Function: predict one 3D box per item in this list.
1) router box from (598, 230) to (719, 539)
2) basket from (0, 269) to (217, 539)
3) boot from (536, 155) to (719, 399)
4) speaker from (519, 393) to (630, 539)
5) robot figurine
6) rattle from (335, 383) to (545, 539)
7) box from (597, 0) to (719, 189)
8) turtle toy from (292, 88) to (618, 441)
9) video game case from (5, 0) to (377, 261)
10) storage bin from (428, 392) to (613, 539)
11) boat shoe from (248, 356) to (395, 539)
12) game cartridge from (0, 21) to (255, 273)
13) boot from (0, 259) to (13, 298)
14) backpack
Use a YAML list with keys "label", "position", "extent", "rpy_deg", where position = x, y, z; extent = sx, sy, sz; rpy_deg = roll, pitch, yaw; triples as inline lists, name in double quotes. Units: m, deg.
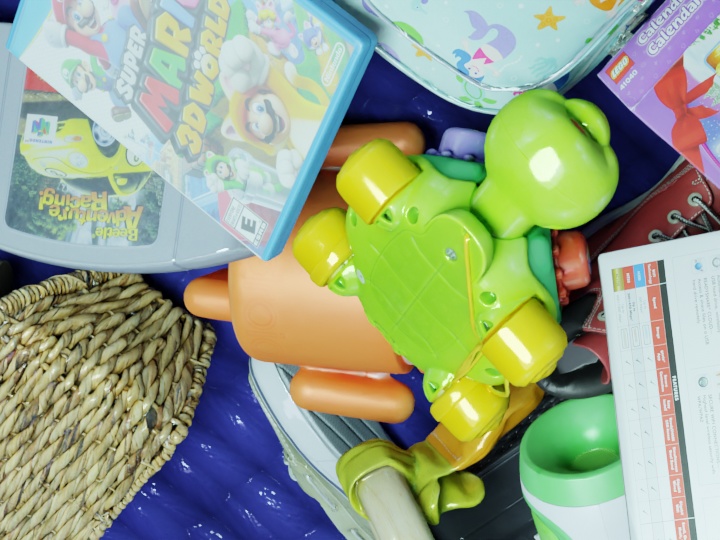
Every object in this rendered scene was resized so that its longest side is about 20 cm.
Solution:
- label: "router box"
  position: [0.213, 0.077, 0.936]
  extent: [0.178, 0.049, 0.202]
  rpy_deg: [-10, 78, 28]
- label: "basket"
  position: [-0.202, 0.080, 1.234]
  extent: [0.148, 0.143, 0.200]
  rpy_deg: [32, 124, -14]
- label: "boot"
  position: [0.175, -0.009, 1.048]
  extent: [0.072, 0.145, 0.200]
  rpy_deg: [44, 124, -8]
- label: "speaker"
  position: [0.147, 0.170, 1.089]
  extent: [0.088, 0.089, 0.202]
  rpy_deg: [-6, 122, 22]
- label: "robot figurine"
  position: [0.000, 0.002, 1.132]
  extent: [0.198, 0.145, 0.117]
  rpy_deg: [4, 149, 15]
- label: "rattle"
  position: [0.078, 0.171, 1.111]
  extent: [0.201, 0.142, 0.130]
  rpy_deg: [62, 159, 8]
- label: "box"
  position: [0.226, -0.088, 0.964]
  extent: [0.137, 0.039, 0.199]
  rpy_deg: [-47, 128, 11]
- label: "turtle toy"
  position: [0.061, -0.015, 0.985]
  extent: [0.146, 0.101, 0.200]
  rpy_deg: [48, 148, 7]
- label: "video game case"
  position: [-0.094, -0.119, 1.031]
  extent: [0.200, 0.018, 0.144]
  rpy_deg: [39, 126, 17]
- label: "storage bin"
  position: [0.131, 0.140, 1.189]
  extent: [0.200, 0.094, 0.135]
  rpy_deg: [-38, 103, 30]
- label: "boat shoe"
  position: [-0.016, 0.123, 1.255]
  extent: [0.062, 0.072, 0.200]
  rpy_deg: [-24, 118, 28]
- label: "game cartridge"
  position: [-0.143, -0.067, 1.103]
  extent: [0.198, 0.041, 0.135]
  rpy_deg: [6, 89, 17]
- label: "boot"
  position: [-0.327, 0.012, 1.248]
  extent: [0.198, 0.065, 0.187]
  rpy_deg: [24, 147, -6]
- label: "backpack"
  position: [0.071, -0.175, 0.965]
  extent: [0.177, 0.151, 0.200]
  rpy_deg: [36, 134, -8]
